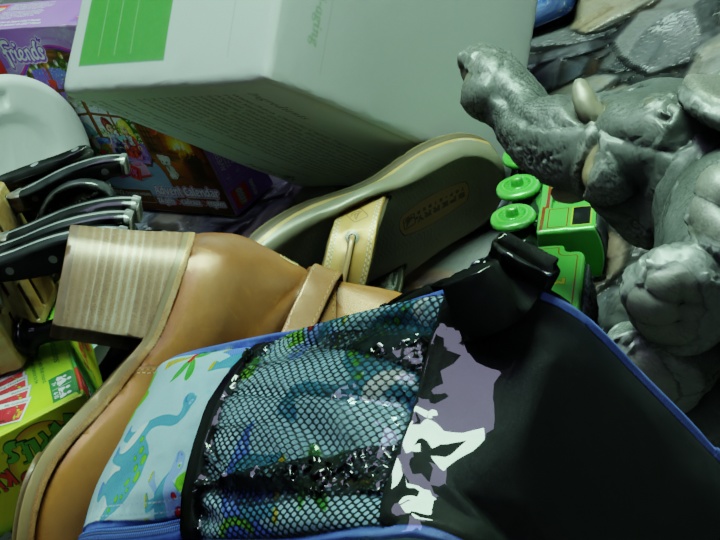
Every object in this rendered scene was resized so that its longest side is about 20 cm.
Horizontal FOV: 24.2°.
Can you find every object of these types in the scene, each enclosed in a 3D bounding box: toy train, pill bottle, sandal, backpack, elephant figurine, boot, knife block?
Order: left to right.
[{"bbox_3d":[-0.271,-0.061,1.099,0.199,0.115,0.114,-3,34,50],"label":"pill bottle"},{"bbox_3d":[-0.190,0.016,0.775,0.199,0.064,0.175,-38,31,-23],"label":"knife block"},{"bbox_3d":[-0.064,0.086,0.710,0.153,0.202,0.077,11,-9,-9],"label":"boot"},{"bbox_3d":[0.000,0.000,0.832,0.199,0.081,0.054,-31,49,-18],"label":"sandal"},{"bbox_3d":[0.009,0.102,0.519,0.199,0.183,0.148,-9,51,47],"label":"backpack"},{"bbox_3d":[0.093,-0.020,0.812,0.056,0.042,0.201,-6,32,15],"label":"toy train"},{"bbox_3d":[0.143,-0.033,0.676,0.141,0.155,0.201,-39,31,23],"label":"elephant figurine"}]

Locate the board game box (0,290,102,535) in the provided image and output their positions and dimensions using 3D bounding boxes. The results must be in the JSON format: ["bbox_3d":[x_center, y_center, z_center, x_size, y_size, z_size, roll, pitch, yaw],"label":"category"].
[{"bbox_3d":[-0.183,0.054,0.824,0.101,0.048,0.200,-26,29,-4],"label":"board game box"}]

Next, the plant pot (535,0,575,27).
[{"bbox_3d":[0.033,-0.261,1.124,0.198,0.202,0.180,-15,22,21],"label":"plant pot"}]

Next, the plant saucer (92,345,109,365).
[{"bbox_3d":[-0.207,0.054,0.937,0.199,0.039,0.202,-20,29,11],"label":"plant saucer"}]

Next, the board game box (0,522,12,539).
[{"bbox_3d":[-0.257,0.179,0.764,0.135,0.035,0.200,9,43,48],"label":"board game box"}]

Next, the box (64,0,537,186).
[{"bbox_3d":[-0.022,-0.163,0.907,0.170,0.199,0.201,4,80,43],"label":"box"}]

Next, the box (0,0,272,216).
[{"bbox_3d":[-0.157,-0.105,1.064,0.199,0.138,0.039,6,39,46],"label":"box"}]
